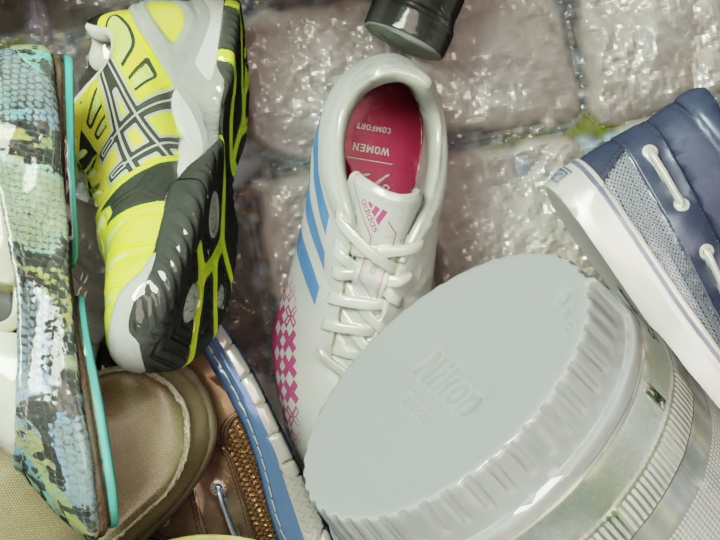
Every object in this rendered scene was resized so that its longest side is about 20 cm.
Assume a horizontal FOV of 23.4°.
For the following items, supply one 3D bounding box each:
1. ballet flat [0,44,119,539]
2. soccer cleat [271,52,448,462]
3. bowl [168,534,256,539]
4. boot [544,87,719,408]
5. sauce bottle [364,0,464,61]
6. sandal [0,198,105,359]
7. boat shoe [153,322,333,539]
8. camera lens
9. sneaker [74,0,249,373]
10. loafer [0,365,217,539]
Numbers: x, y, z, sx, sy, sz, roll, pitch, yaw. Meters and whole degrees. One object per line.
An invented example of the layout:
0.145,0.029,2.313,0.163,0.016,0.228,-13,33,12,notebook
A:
-0.138,0.010,0.681,0.074,0.074,0.201,-7,75,-8,ballet flat
0.000,0.000,0.781,0.070,0.086,0.201,5,89,-8,soccer cleat
-0.078,0.216,0.719,0.200,0.094,0.201,13,67,-35,bowl
0.178,0.016,0.811,0.090,0.073,0.200,-34,93,-1,boot
0.059,-0.195,0.804,0.065,0.065,0.200,26,87,-7,sauce bottle
-0.168,0.060,0.779,0.082,0.050,0.203,32,90,-22,sandal
-0.062,0.098,0.779,0.072,0.072,0.200,-27,93,-6,boat shoe
0.092,0.112,0.735,0.160,0.160,0.200,-45,114,-6,camera lens
-0.093,-0.037,0.750,0.076,0.076,0.200,1,48,4,sneaker
-0.147,0.106,0.719,0.200,0.067,0.076,-36,85,-4,loafer
